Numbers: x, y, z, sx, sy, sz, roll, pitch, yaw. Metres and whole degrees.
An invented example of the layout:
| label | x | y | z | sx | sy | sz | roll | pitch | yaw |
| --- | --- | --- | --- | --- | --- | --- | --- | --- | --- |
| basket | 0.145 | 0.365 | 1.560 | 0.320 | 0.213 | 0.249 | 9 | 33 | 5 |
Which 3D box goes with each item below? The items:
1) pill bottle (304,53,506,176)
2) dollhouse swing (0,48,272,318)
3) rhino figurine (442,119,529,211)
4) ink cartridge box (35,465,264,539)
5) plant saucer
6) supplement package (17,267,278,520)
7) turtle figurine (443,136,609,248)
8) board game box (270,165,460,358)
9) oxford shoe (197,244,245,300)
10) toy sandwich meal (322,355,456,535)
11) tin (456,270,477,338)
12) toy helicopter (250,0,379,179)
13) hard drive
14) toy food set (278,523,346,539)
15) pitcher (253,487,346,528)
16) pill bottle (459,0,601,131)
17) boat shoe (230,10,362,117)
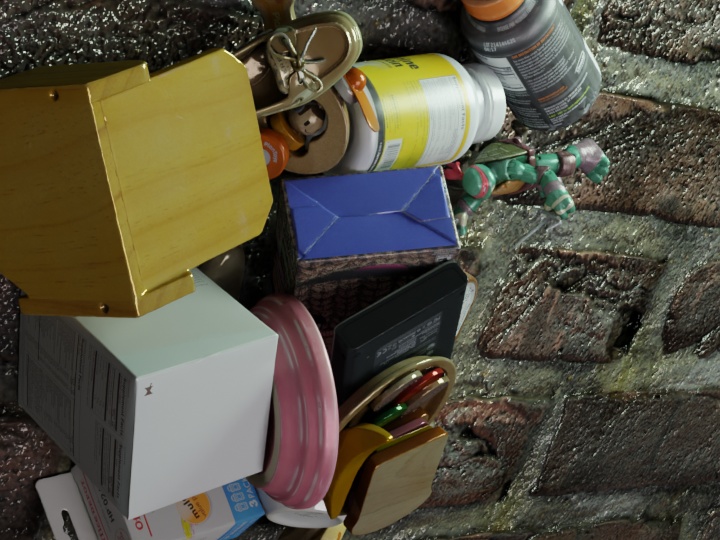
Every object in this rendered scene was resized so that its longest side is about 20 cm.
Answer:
| label | x | y | z | sx | sy | sz | roll | pitch | yaw |
| --- | --- | --- | --- | --- | --- | --- | --- | --- | --- |
| pill bottle | 0.046 | -0.155 | 1.664 | 0.199 | 0.112 | 0.113 | -13 | 125 | -39 |
| dollhouse swing | -0.203 | -0.087 | 1.448 | 0.176 | 0.180 | 0.202 | -41 | 126 | -54 |
| rhino figurine | 0.097 | -0.096 | 1.797 | 0.199 | 0.060 | 0.088 | -25 | 132 | -28 |
| ink cartridge box | -0.207 | 0.224 | 1.666 | 0.199 | 0.116 | 0.068 | -11 | 159 | -40 |
| plant saucer | -0.082 | 0.124 | 1.571 | 0.050 | 0.201 | 0.202 | -5 | 122 | -24 |
| supplement package | -0.197 | 0.091 | 1.526 | 0.151 | 0.200 | 0.152 | -16 | 127 | -36 |
| turtle figurine | 0.160 | -0.087 | 1.731 | 0.199 | 0.149 | 0.102 | -19 | 104 | -44 |
| board game box | 0.000 | 0.000 | 1.644 | 0.158 | 0.098 | 0.201 | -6 | 148 | -9 |
| oxford shoe | -0.143 | 0.064 | 1.658 | 0.070 | 0.074 | 0.202 | -5 | 120 | -43 |
| toy sandwich meal | 0.030 | 0.169 | 1.619 | 0.204 | 0.070 | 0.206 | -34 | 155 | -19 |
| tin | 0.072 | 0.048 | 1.843 | 0.200 | 0.042 | 0.113 | -3 | 116 | -65 |
| toy helicopter | -0.055 | -0.185 | 1.546 | 0.079 | 0.131 | 0.202 | -63 | 144 | -63 |
| hard drive | 0.032 | 0.085 | 1.615 | 0.139 | 0.033 | 0.201 | -30 | 154 | -22 |
| toy food set | -0.018 | 0.249 | 1.855 | 0.198 | 0.049 | 0.200 | -49 | 180 | -2 |
| pitcher | -0.071 | 0.152 | 1.728 | 0.171 | 0.121 | 0.202 | 17 | 65 | -34 |
| pill bottle | 0.168 | -0.240 | 1.729 | 0.106 | 0.106 | 0.200 | -49 | 140 | -7 |
| boat shoe | -0.090 | -0.167 | 1.494 | 0.199 | 0.063 | 0.074 | -28 | 97 | 7 |
